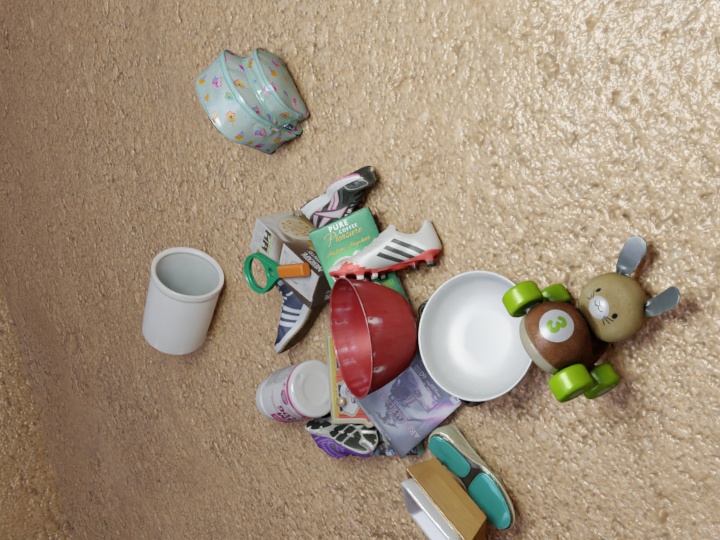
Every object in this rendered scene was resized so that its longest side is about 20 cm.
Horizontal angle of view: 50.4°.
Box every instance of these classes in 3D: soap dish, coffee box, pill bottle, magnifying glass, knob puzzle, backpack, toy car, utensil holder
[{"bbox_3d":[0.146,0.416,1.307,0.157,0.081,0.201,46,164,29],"label":"soap dish"},{"bbox_3d":[-0.109,-0.025,1.484,0.200,0.114,0.080,42,129,32],"label":"coffee box"},{"bbox_3d":[-0.136,0.255,1.586,0.199,0.112,0.115,-26,82,56],"label":"pill bottle"},{"bbox_3d":[-0.161,0.002,1.453,0.199,0.022,0.081,-3,102,51],"label":"magnifying glass"},{"bbox_3d":[0.007,0.196,1.449,0.218,0.030,0.223,-6,82,41],"label":"knob puzzle"},{"bbox_3d":[-0.205,-0.324,1.438,0.153,0.199,0.177,-32,75,30],"label":"backpack"},{"bbox_3d":[0.000,0.000,1.365,0.122,0.044,0.202,-24,92,9],"label":"coffee box"},{"bbox_3d":[0.324,0.054,1.029,0.200,0.157,0.165,-44,59,32],"label":"toy car"},{"bbox_3d":[-0.425,0.075,1.818,0.170,0.169,0.201,47,134,27],"label":"utensil holder"}]

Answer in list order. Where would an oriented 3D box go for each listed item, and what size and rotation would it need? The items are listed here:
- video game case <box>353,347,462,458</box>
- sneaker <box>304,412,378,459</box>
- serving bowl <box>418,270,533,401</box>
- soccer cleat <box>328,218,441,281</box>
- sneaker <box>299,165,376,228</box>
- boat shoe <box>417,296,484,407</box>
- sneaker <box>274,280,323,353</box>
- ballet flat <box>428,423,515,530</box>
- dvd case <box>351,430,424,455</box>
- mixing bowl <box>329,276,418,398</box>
[{"bbox_3d":[0.090,0.224,1.367,0.143,0.019,0.200,49,119,14],"label":"video game case"},{"bbox_3d":[-0.028,0.337,1.517,0.199,0.080,0.084,2,120,55],"label":"sneaker"},{"bbox_3d":[0.193,0.104,1.208,0.198,0.066,0.203,-6,79,31],"label":"serving bowl"},{"bbox_3d":[0.039,-0.032,1.305,0.198,0.069,0.086,-13,80,10],"label":"soccer cleat"},{"bbox_3d":[-0.026,-0.122,1.409,0.087,0.080,0.200,59,144,-1],"label":"sneaker"},{"bbox_3d":[0.153,0.134,1.286,0.202,0.060,0.072,58,134,18],"label":"boat shoe"},{"bbox_3d":[-0.145,0.074,1.575,0.108,0.070,0.201,45,124,15],"label":"sneaker"},{"bbox_3d":[0.198,0.343,1.298,0.200,0.069,0.070,50,132,18],"label":"ballet flat"},{"bbox_3d":[0.032,0.289,1.490,0.199,0.022,0.148,-17,88,47],"label":"dvd case"},{"bbox_3d":[0.030,0.104,1.271,0.200,0.107,0.203,172,90,-71],"label":"mixing bowl"}]
